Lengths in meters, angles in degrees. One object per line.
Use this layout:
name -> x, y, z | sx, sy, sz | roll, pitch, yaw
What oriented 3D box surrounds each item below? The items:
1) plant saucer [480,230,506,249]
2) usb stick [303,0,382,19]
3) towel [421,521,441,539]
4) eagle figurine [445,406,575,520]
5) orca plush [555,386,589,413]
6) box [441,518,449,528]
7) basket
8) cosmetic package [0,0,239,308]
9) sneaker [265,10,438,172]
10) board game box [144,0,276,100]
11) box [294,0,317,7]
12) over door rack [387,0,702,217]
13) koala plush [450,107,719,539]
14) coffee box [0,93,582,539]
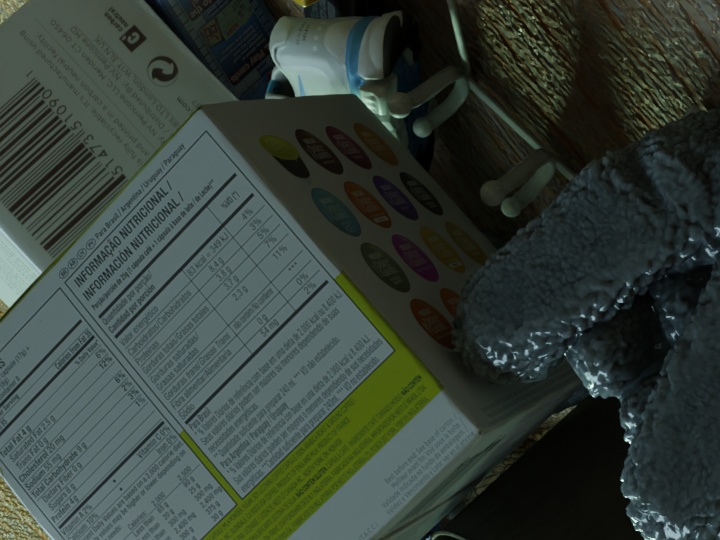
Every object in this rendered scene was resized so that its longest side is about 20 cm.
plant saucer -> 0.000, 0.000, 1.356 | 0.200, 0.199, 0.028 | 167, 95, -73
usb stick -> -0.010, -0.144, 1.250 | 0.056, 0.033, 0.200 | 49, 167, 17
towel -> -0.012, 0.092, 1.439 | 0.200, 0.048, 0.112 | 39, 130, 47
eagle figurine -> 0.108, 0.106, 1.415 | 0.152, 0.150, 0.200 | 59, 174, -10
orca plush -> 0.087, 0.060, 1.337 | 0.199, 0.106, 0.071 | -3, 135, 23
box -> 0.040, 0.203, 1.695 | 0.164, 0.200, 0.166 | 29, 157, 49
basket -> 0.152, 0.118, 1.160 | 0.136, 0.200, 0.181 | 38, 164, 24
cosmetic package -> -0.182, -0.071, 1.416 | 0.165, 0.165, 0.200 | 47, 165, -4
sneaker -> -0.007, -0.087, 1.251 | 0.086, 0.075, 0.200 | 11, 153, 14
board game box -> -0.103, -0.142, 1.456 | 0.200, 0.062, 0.200 | 53, 164, -22
box -> -0.083, -0.232, 1.151 | 0.200, 0.041, 0.120 | 35, 145, 32
over door rack -> 0.087, -0.066, 1.120 | 0.148, 0.067, 0.200 | 42, 165, 11
koala plush -> 0.178, 0.030, 1.009 | 0.177, 0.184, 0.200 | 45, -172, 30
coffee box -> -0.040, 0.052, 1.086 | 0.198, 0.200, 0.200 | 48, -161, 10
